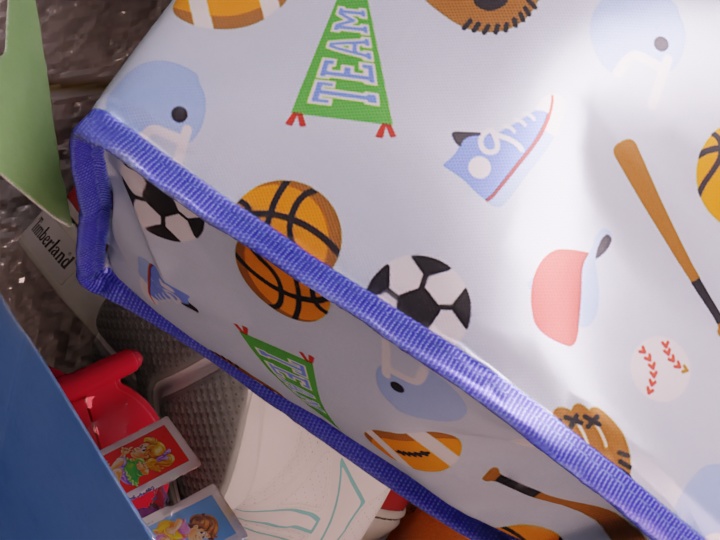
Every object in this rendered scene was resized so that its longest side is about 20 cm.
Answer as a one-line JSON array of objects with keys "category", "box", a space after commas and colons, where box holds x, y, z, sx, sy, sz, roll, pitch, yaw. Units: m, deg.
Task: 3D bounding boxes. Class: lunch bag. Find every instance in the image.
[{"category": "lunch bag", "box": [0.055, -0.021, 0.727, 0.170, 0.200, 0.124, -56, 171, -18]}]

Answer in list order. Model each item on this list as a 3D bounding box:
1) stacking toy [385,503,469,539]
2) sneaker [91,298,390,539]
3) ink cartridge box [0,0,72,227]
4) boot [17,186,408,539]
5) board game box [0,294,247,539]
[{"category": "stacking toy", "box": [0.017, 0.171, 0.982, 0.200, 0.146, 0.146, -42, 147, -32]}, {"category": "sneaker", "box": [-0.031, 0.048, 0.857, 0.080, 0.070, 0.200, -22, 154, -20]}, {"category": "ink cartridge box", "box": [-0.113, -0.116, 0.676, 0.048, 0.146, 0.200, -25, 145, 20]}, {"category": "boot", "box": [0.000, 0.000, 0.943, 0.144, 0.072, 0.200, -42, 140, -1]}, {"category": "board game box", "box": [-0.086, 0.050, 0.824, 0.039, 0.200, 0.158, -24, 157, -25]}]
